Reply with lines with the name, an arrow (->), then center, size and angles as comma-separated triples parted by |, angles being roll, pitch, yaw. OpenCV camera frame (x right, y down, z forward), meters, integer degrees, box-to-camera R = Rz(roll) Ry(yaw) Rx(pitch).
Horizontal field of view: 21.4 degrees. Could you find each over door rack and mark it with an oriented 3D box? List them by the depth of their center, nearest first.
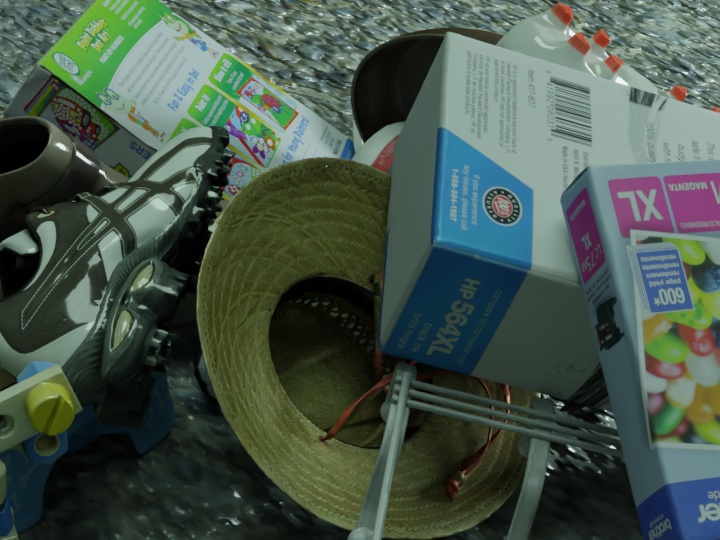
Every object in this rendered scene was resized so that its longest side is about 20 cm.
over door rack -> 0.067, 0.134, 0.814 | 0.147, 0.067, 0.200 | 13, 39, -1

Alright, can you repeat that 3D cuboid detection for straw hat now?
straw hat -> -0.015, 0.051, 0.935 | 0.200, 0.202, 0.085 | -18, -8, -40

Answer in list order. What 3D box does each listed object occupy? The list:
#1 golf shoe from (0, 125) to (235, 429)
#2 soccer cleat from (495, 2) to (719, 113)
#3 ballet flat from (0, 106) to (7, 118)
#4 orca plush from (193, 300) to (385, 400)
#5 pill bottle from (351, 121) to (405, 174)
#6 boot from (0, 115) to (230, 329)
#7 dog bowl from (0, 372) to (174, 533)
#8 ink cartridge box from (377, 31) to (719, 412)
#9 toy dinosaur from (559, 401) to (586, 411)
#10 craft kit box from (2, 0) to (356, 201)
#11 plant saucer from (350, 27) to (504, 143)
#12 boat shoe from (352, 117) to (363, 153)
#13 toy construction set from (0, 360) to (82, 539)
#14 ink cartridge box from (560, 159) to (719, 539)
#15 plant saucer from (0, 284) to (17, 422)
golf shoe -> -0.117, -0.016, 0.887 | 0.094, 0.078, 0.200 | 15, 34, 2
soccer cleat -> 0.141, -0.064, 1.000 | 0.200, 0.078, 0.069 | 31, 26, -27
ballet flat -> -0.189, -0.054, 1.159 | 0.199, 0.068, 0.046 | 15, 19, 4
orca plush -> 0.000, 0.000, 1.010 | 0.105, 0.200, 0.071 | 45, 6, -18
pill bottle -> 0.089, -0.005, 1.059 | 0.199, 0.111, 0.111 | 21, 29, 29
boot -> -0.134, -0.030, 0.997 | 0.199, 0.146, 0.071 | -12, 57, 15
dog bowl -> -0.172, 0.065, 0.928 | 0.111, 0.050, 0.200 | 20, 28, 27
ink cartridge box -> 0.118, -0.013, 0.901 | 0.199, 0.084, 0.146 | 16, 45, -10
toy dinosaur -> 0.193, 0.084, 0.965 | 0.199, 0.077, 0.102 | -4, 15, -8
craft kit box -> -0.098, -0.082, 1.152 | 0.197, 0.049, 0.200 | 39, 23, -9
plant saucer -> 0.087, -0.073, 1.113 | 0.199, 0.201, 0.032 | 18, 60, 24
boat shoe -> 0.051, -0.103, 1.291 | 0.059, 0.072, 0.200 | -11, 13, 23
toy construction set -> -0.212, 0.095, 0.760 | 0.199, 0.132, 0.092 | 2, 25, -7
ink cartridge box -> 0.164, 0.049, 0.799 | 0.119, 0.042, 0.201 | -4, 69, -18
plant saucer -> -0.233, 0.033, 0.892 | 0.199, 0.030, 0.200 | 5, 25, -2
